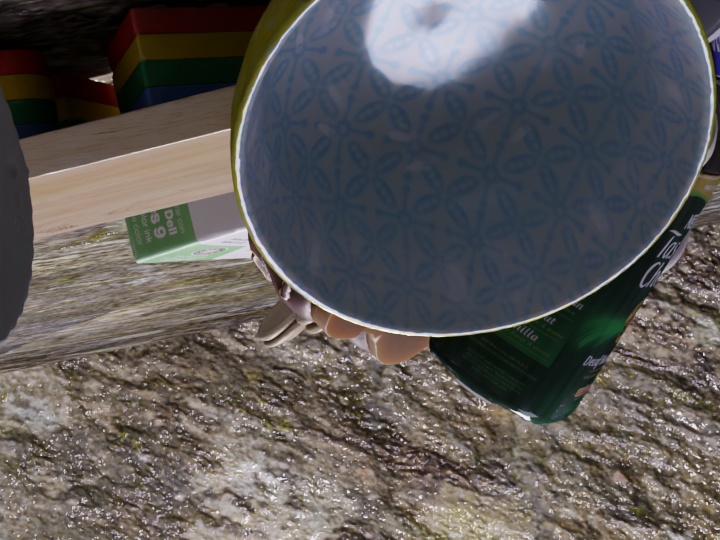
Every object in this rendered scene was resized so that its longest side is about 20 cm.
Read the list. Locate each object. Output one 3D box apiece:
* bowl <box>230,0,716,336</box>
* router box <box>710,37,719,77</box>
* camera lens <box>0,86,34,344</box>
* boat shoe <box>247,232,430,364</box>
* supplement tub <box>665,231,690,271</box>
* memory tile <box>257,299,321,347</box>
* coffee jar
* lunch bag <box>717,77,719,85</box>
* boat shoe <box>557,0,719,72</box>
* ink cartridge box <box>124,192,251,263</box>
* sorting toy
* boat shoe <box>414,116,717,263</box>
[{"bbox_3d":[0.038,-0.083,1.065,0.200,0.200,0.108,-11,-142,-4],"label":"bowl"},{"bbox_3d":[0.259,-0.137,1.270,0.179,0.049,0.200,-12,-174,3],"label":"router box"},{"bbox_3d":[-0.243,-0.017,0.957,0.200,0.160,0.160,-13,175,19],"label":"camera lens"},{"bbox_3d":[0.000,0.000,1.358,0.070,0.070,0.200,-52,161,2],"label":"boat shoe"},{"bbox_3d":[0.118,-0.040,1.800,0.200,0.132,0.132,-17,173,40],"label":"supplement tub"},{"bbox_3d":[0.022,-0.036,1.543,0.200,0.017,0.153,-54,-164,-30],"label":"memory tile"},{"bbox_3d":[0.123,-0.021,1.367,0.200,0.085,0.104,-59,166,14],"label":"coffee jar"},{"bbox_3d":[0.202,-0.108,1.540,0.200,0.076,0.160,-14,177,19],"label":"lunch bag"},{"bbox_3d":[0.093,-0.117,1.148,0.199,0.074,0.068,-12,179,39],"label":"boat shoe"},{"bbox_3d":[-0.014,-0.067,1.406,0.200,0.088,0.145,-17,173,30],"label":"ink cartridge box"},{"bbox_3d":[-0.110,-0.072,1.199,0.199,0.070,0.199,-13,175,16],"label":"sorting toy"},{"bbox_3d":[0.065,-0.027,1.156,0.199,0.075,0.066,-26,158,-2],"label":"boat shoe"}]
